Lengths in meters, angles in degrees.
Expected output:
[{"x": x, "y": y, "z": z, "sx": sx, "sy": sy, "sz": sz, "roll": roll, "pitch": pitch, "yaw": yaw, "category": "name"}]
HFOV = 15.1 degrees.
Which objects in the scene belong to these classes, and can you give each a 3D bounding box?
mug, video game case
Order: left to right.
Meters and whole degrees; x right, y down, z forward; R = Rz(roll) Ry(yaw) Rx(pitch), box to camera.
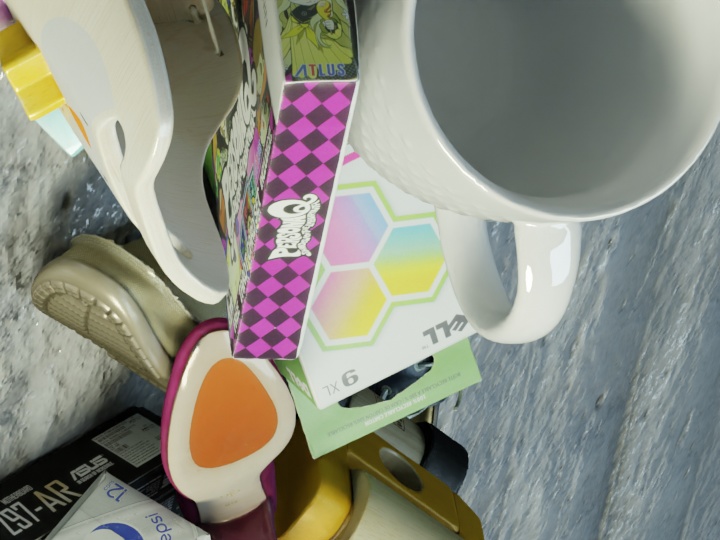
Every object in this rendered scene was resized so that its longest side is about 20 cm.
[{"x": -0.037, "y": -0.090, "z": 1.166, "sx": 0.200, "sy": 0.036, "sz": 0.182, "roll": 104, "pitch": -17, "yaw": -55, "category": "video game case"}, {"x": 0.058, "y": -0.069, "z": 1.154, "sx": 0.147, "sy": 0.175, "sz": 0.201, "roll": -6, "pitch": 93, "yaw": -19, "category": "mug"}]

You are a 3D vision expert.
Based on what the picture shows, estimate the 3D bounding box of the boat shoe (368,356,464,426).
[{"x": 0.027, "y": 0.069, "z": 1.642, "sx": 0.075, "sy": 0.062, "sz": 0.201, "roll": -28, "pitch": 140, "yaw": -50, "category": "boat shoe"}]

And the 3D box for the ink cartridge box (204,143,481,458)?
[{"x": 0.000, "y": 0.000, "z": 1.346, "sx": 0.103, "sy": 0.059, "sz": 0.201, "roll": -25, "pitch": 116, "yaw": -14, "category": "ink cartridge box"}]

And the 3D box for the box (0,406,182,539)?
[{"x": -0.168, "y": 0.174, "z": 1.364, "sx": 0.200, "sy": 0.043, "sz": 0.161, "roll": -30, "pitch": 142, "yaw": -53, "category": "box"}]

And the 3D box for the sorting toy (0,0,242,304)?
[{"x": -0.092, "y": -0.085, "z": 1.020, "sx": 0.106, "sy": 0.181, "sz": 0.200, "roll": -21, "pitch": 148, "yaw": -5, "category": "sorting toy"}]

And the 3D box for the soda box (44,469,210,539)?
[{"x": -0.110, "y": 0.191, "z": 1.361, "sx": 0.063, "sy": 0.068, "sz": 0.201, "roll": -49, "pitch": 155, "yaw": -29, "category": "soda box"}]

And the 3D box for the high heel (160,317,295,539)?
[{"x": -0.073, "y": 0.071, "z": 1.313, "sx": 0.067, "sy": 0.096, "sz": 0.201, "roll": -14, "pitch": 138, "yaw": -13, "category": "high heel"}]

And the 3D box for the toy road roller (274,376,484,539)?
[{"x": -0.021, "y": 0.151, "z": 1.490, "sx": 0.146, "sy": 0.123, "sz": 0.200, "roll": -48, "pitch": -158, "yaw": 17, "category": "toy road roller"}]

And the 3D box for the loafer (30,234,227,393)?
[{"x": -0.100, "y": 0.013, "z": 1.293, "sx": 0.069, "sy": 0.075, "sz": 0.200, "roll": -60, "pitch": 167, "yaw": -7, "category": "loafer"}]
